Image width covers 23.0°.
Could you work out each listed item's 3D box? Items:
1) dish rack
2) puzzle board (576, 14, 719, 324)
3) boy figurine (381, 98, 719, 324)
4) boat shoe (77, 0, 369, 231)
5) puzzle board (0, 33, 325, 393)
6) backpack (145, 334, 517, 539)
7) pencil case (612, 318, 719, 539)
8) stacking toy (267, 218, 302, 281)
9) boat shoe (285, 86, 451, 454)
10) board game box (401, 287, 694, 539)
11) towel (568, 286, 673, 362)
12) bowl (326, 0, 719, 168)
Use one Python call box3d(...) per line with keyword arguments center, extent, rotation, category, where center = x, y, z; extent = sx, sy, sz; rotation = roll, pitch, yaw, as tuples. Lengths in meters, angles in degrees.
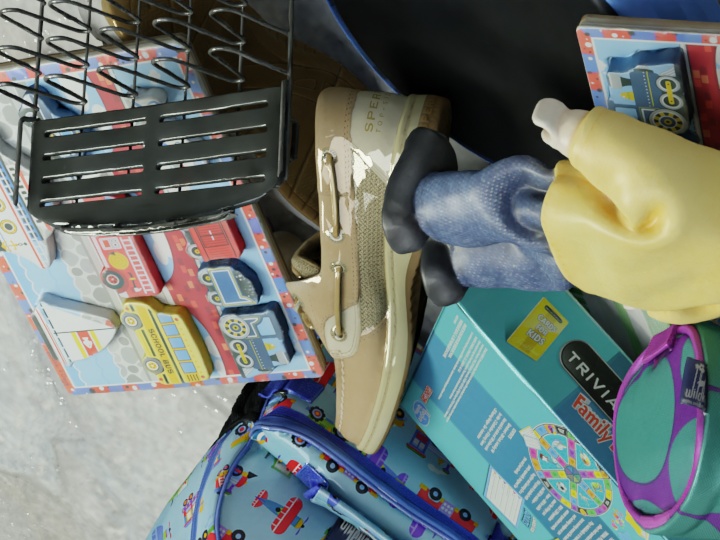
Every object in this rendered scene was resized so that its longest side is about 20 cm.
box3d(center=(-0.094, -0.116, 0.744), extent=(0.152, 0.054, 0.202), rotation=(-5, 77, 29), category="dish rack")
box3d(center=(0.174, -0.024, 0.703), extent=(0.150, 0.017, 0.200), rotation=(7, 148, 24), category="puzzle board")
box3d(center=(0.105, -0.024, 0.667), extent=(0.199, 0.065, 0.124), rotation=(-3, 144, 34), category="boy figurine")
box3d(center=(-0.055, -0.084, 0.872), extent=(0.200, 0.071, 0.069), rotation=(43, 161, -27), category="boat shoe")
box3d(center=(-0.117, -0.017, 0.862), extent=(0.150, 0.017, 0.201), rotation=(-6, 127, 21), category="puzzle board")
box3d(center=(-0.013, 0.144, 0.935), extent=(0.182, 0.200, 0.135), rotation=(40, 136, 1), category="backpack")
box3d(center=(0.208, 0.071, 0.714), extent=(0.198, 0.093, 0.085), rotation=(9, 169, -9), category="pencil case")
box3d(center=(-0.127, -0.041, 0.964), extent=(0.200, 0.085, 0.086), rotation=(40, 136, 10), category="stacking toy")
box3d(center=(0.000, 0.000, 0.838), extent=(0.064, 0.071, 0.201), rotation=(11, 125, 5), category="boat shoe")
box3d(center=(0.109, 0.099, 0.821), extent=(0.200, 0.047, 0.151), rotation=(48, 160, 12), category="board game box")
box3d(center=(0.100, 0.035, 0.836), extent=(0.200, 0.023, 0.153), rotation=(21, 143, 57), category="towel")
box3d(center=(0.062, -0.107, 0.748), extent=(0.200, 0.039, 0.201), rotation=(33, 159, 14), category="bowl")
